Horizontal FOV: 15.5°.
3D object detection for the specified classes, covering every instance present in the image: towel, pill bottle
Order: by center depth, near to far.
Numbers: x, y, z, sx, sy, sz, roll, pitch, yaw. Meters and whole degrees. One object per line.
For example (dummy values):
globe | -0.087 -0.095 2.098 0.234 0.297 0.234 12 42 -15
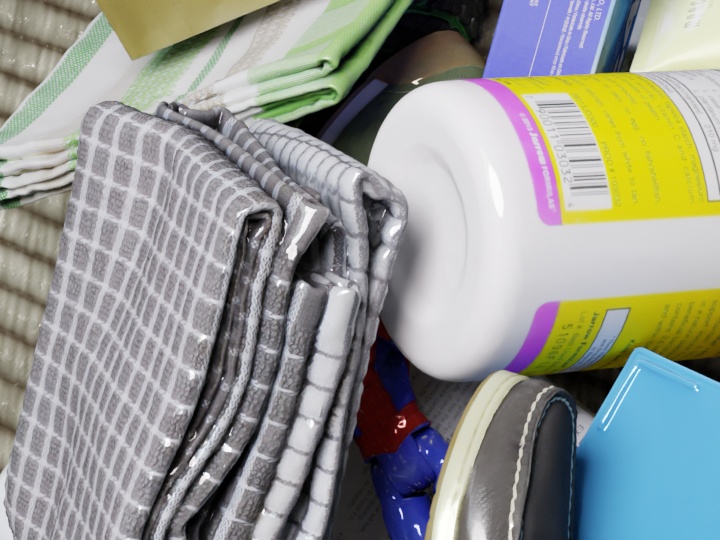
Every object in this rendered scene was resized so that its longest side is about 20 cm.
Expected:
towel | -0.063 0.043 0.945 0.166 0.085 0.201 -143 66 -67
pill bottle | 0.108 -0.019 0.946 0.104 0.199 0.105 14 106 62
towel | -0.060 -0.097 1.106 0.199 0.031 0.149 -15 30 37

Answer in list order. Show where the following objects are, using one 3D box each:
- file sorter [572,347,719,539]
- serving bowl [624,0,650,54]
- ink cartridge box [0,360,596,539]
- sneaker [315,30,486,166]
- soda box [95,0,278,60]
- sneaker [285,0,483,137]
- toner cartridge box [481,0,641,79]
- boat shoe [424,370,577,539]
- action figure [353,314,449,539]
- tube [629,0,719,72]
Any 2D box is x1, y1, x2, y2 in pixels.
file sorter | 0.121 0.157 0.891 0.139 0.123 0.200 25 82 41
serving bowl | 0.146 -0.183 1.083 0.199 0.066 0.201 -3 85 31
ink cartridge box | -0.025 0.083 1.053 0.200 0.043 0.197 38 99 12
sneaker | 0.000 0.000 1.110 0.200 0.067 0.090 -46 56 6
soda box | -0.020 -0.158 1.073 0.199 0.064 0.068 -20 27 24
sneaker | -0.036 -0.092 1.173 0.200 0.078 0.085 -31 49 18
toner cartridge box | 0.079 -0.090 1.020 0.043 0.095 0.201 18 108 10
boat shoe | 0.054 0.130 0.832 0.066 0.072 0.202 1 67 26
action figure | 0.016 0.078 0.973 0.065 0.099 0.200 -33 78 13
tube | 0.203 -0.095 0.982 0.199 0.058 0.052 4 98 20
